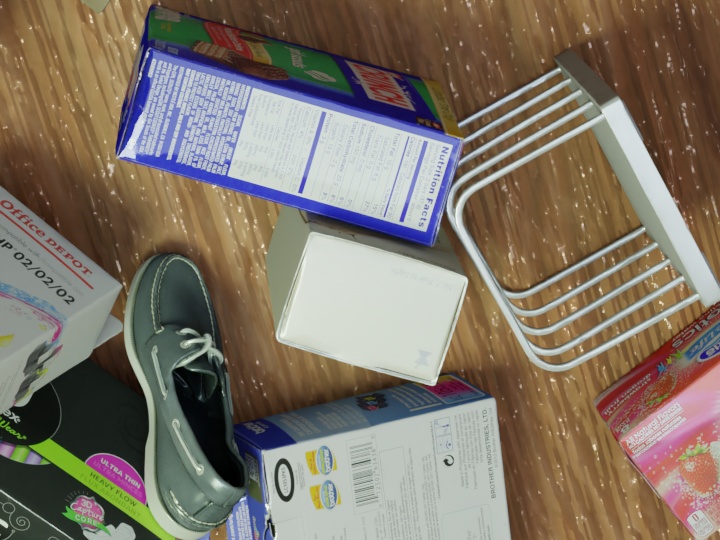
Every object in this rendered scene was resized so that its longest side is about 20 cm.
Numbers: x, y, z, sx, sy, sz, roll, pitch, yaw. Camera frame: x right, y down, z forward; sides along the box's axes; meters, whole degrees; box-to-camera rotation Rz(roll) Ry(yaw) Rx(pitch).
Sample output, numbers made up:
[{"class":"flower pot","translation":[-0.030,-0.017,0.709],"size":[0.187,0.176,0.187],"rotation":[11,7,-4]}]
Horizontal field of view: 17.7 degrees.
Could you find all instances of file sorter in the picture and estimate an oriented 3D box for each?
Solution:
[{"class":"file sorter","translation":[0.125,-0.036,1.450],"size":[0.124,0.200,0.139],"rotation":[-29,103,3]}]

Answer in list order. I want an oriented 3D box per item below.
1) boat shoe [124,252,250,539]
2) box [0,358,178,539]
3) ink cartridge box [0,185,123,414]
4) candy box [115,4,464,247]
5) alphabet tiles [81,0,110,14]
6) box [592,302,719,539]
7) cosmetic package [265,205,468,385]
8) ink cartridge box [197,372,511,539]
[{"class":"boat shoe","translation":[-0.103,0.070,1.470],"size":[0.073,0.200,0.062],"rotation":[18,142,-35]},{"class":"box","translation":[-0.221,0.134,1.464],"size":[0.200,0.149,0.124],"rotation":[35,125,-12]},{"class":"ink cartridge box","translation":[-0.229,0.018,1.404],"size":[0.115,0.200,0.068],"rotation":[38,127,12]},{"class":"candy box","translation":[-0.045,-0.093,1.437],"size":[0.200,0.169,0.077],"rotation":[16,104,-9]},{"class":"alphabet tiles","translation":[-0.194,-0.280,1.407],"size":[0.200,0.008,0.167],"rotation":[38,115,1]},{"class":"box","translation":[0.265,0.074,1.538],"size":[0.200,0.100,0.096],"rotation":[-38,103,4]},{"class":"cosmetic package","translation":[0.000,0.000,1.445],"size":[0.103,0.200,0.073],"rotation":[16,101,-9]},{"class":"ink cartridge box","translation":[-0.007,0.157,1.516],"size":[0.200,0.076,0.137],"rotation":[-12,103,-22]}]
